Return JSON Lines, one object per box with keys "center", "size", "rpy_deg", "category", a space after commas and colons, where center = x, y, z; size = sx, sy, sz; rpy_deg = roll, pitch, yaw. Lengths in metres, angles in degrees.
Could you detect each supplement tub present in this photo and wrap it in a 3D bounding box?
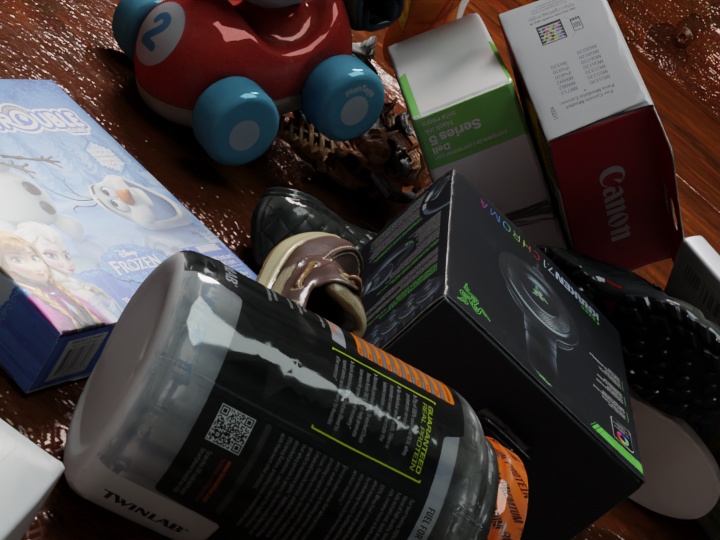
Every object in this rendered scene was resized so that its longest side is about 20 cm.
{"center": [-0.027, 0.086, 0.660], "size": [0.199, 0.123, 0.123], "rpy_deg": [29, 22, -18], "category": "supplement tub"}

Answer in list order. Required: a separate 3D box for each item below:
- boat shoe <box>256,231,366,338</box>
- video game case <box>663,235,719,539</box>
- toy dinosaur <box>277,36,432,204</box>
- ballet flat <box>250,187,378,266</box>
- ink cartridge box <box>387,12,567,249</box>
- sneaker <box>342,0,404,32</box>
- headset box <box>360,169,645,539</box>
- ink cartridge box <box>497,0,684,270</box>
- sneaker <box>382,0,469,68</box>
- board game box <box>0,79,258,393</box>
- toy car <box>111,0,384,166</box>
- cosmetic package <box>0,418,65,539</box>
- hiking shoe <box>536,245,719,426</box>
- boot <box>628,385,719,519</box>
{"center": [-0.029, 0.030, 0.812], "size": [0.071, 0.073, 0.200], "rpy_deg": [8, 18, 19], "category": "boat shoe"}
{"center": [0.269, 0.107, 1.019], "size": [0.022, 0.184, 0.201], "rpy_deg": [-9, 42, -24], "category": "video game case"}
{"center": [-0.002, -0.117, 1.178], "size": [0.137, 0.102, 0.200], "rpy_deg": [64, 12, 22], "category": "toy dinosaur"}
{"center": [0.000, 0.000, 1.007], "size": [0.199, 0.057, 0.066], "rpy_deg": [24, -18, -33], "category": "ballet flat"}
{"center": [0.098, -0.080, 1.129], "size": [0.146, 0.083, 0.201], "rpy_deg": [-103, 172, -59], "category": "ink cartridge box"}
{"center": [-0.010, -0.223, 1.137], "size": [0.073, 0.200, 0.082], "rpy_deg": [-19, 82, -22], "category": "sneaker"}
{"center": [0.082, 0.058, 0.884], "size": [0.174, 0.093, 0.200], "rpy_deg": [43, 22, -14], "category": "headset box"}
{"center": [0.182, -0.084, 1.079], "size": [0.201, 0.083, 0.177], "rpy_deg": [64, 9, -53], "category": "ink cartridge box"}
{"center": [0.058, -0.236, 1.151], "size": [0.076, 0.200, 0.074], "rpy_deg": [4, 59, -25], "category": "sneaker"}
{"center": [-0.177, -0.031, 0.780], "size": [0.199, 0.044, 0.200], "rpy_deg": [42, 21, 15], "category": "board game box"}
{"center": [-0.082, -0.216, 1.040], "size": [0.175, 0.202, 0.184], "rpy_deg": [-15, 42, -27], "category": "toy car"}
{"center": [-0.221, 0.076, 0.378], "size": [0.199, 0.123, 0.199], "rpy_deg": [35, 21, 0], "category": "cosmetic package"}
{"center": [0.209, 0.038, 1.018], "size": [0.199, 0.076, 0.100], "rpy_deg": [35, 24, 25], "category": "hiking shoe"}
{"center": [0.187, 0.096, 1.045], "size": [0.199, 0.073, 0.090], "rpy_deg": [39, 27, 7], "category": "boot"}
